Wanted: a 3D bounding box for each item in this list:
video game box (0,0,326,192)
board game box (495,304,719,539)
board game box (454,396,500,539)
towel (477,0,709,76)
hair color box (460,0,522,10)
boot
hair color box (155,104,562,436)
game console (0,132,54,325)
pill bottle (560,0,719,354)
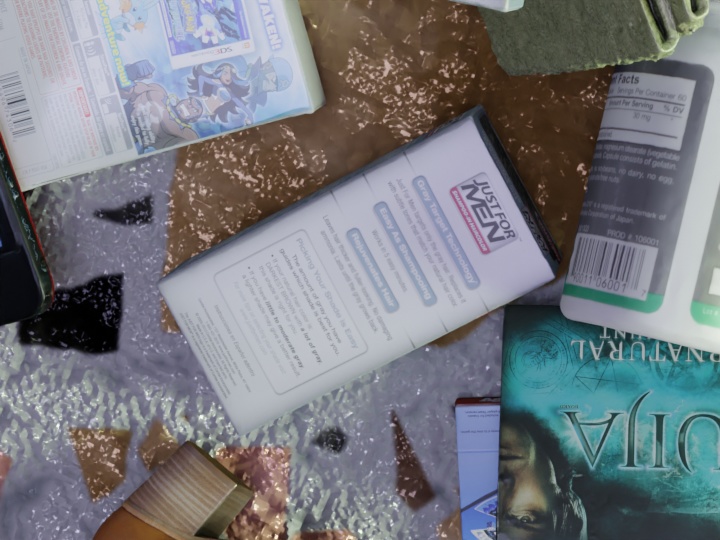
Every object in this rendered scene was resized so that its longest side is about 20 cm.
[{"bbox_3d":[-0.133,-0.162,1.147,0.182,0.047,0.200,-13,98,14],"label":"video game box"},{"bbox_3d":[0.175,0.088,1.125,0.200,0.028,0.135,0,77,10],"label":"board game box"},{"bbox_3d":[0.155,0.120,1.164,0.200,0.019,0.103,-2,98,10],"label":"board game box"},{"bbox_3d":[0.099,-0.170,1.041,0.036,0.200,0.149,-24,97,-20],"label":"towel"},{"bbox_3d":[0.038,-0.219,0.887,0.099,0.061,0.200,13,100,8],"label":"hair color box"},{"bbox_3d":[-0.079,0.211,1.164,0.200,0.074,0.155,38,89,29],"label":"boot"},{"bbox_3d":[0.000,0.000,1.147,0.200,0.061,0.099,-27,95,14],"label":"hair color box"},{"bbox_3d":[-0.291,-0.042,1.153,0.172,0.119,0.200,-13,99,36],"label":"game console"},{"bbox_3d":[0.178,-0.061,1.068,0.113,0.113,0.200,14,91,7],"label":"pill bottle"}]
